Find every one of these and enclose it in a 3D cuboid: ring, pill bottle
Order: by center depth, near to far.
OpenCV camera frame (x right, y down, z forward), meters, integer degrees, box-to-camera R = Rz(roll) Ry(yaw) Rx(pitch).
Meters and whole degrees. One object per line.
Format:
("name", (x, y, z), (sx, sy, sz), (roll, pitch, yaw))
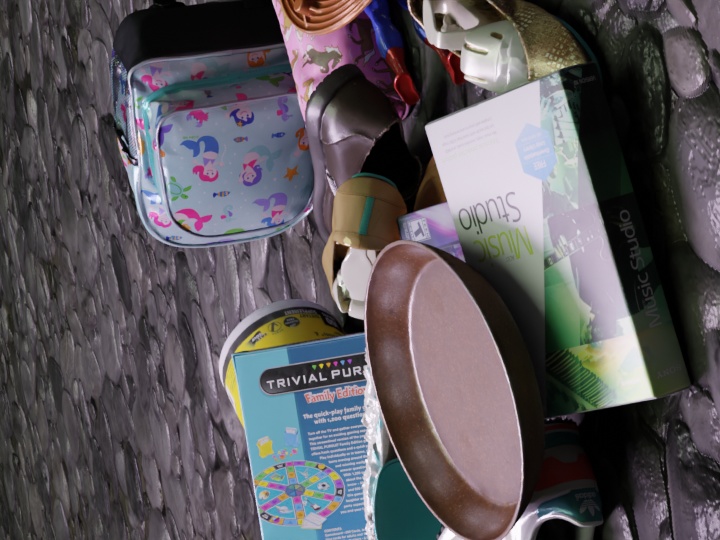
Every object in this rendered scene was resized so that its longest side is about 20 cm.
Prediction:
("ring", (-0.010, -0.265, 1.566), (0.200, 0.019, 0.202), (-37, 45, 47))
("pill bottle", (-0.034, 0.124, 1.789), (0.200, 0.111, 0.113), (-122, 30, -46))

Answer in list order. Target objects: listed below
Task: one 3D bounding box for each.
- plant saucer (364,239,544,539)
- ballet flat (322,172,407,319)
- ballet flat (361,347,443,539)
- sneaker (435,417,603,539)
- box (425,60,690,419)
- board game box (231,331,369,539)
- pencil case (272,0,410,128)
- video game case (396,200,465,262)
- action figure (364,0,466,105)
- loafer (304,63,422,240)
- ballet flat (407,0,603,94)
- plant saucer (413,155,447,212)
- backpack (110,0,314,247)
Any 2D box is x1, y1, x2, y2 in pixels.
("plant saucer", (0.063, 0.074, 1.409), (0.200, 0.034, 0.202), (43, 141, 49))
("ballet flat", (0.000, 0.000, 1.602), (0.200, 0.068, 0.064), (83, -163, -64))
("ballet flat", (0.034, 0.117, 1.596), (0.072, 0.071, 0.202), (-143, 50, -63))
("sneaker", (0.107, 0.191, 1.470), (0.094, 0.070, 0.201), (66, 146, 37))
("box", (0.117, -0.012, 1.344), (0.144, 0.036, 0.202), (-18, 90, 57))
("board game box", (-0.005, 0.149, 1.663), (0.047, 0.149, 0.202), (-3, -96, -81))
("pencil case", (-0.024, -0.192, 1.668), (0.087, 0.082, 0.202), (122, 135, -60))
("video game case", (0.097, 0.017, 1.442), (0.199, 0.019, 0.144), (-16, 87, 59))
("action figure", (0.016, -0.209, 1.578), (0.201, 0.065, 0.052), (64, 180, 37))
("loafer", (0.007, -0.063, 1.607), (0.071, 0.073, 0.201), (38, 162, 28))
("ballet flat", (0.084, -0.143, 1.409), (0.200, 0.065, 0.071), (-134, 37, -58))
("plant saucer", (0.079, 0.009, 1.544), (0.200, 0.032, 0.202), (171, 90, -71))
("backpack", (-0.112, -0.110, 1.814), (0.201, 0.176, 0.151), (95, 161, -44))
